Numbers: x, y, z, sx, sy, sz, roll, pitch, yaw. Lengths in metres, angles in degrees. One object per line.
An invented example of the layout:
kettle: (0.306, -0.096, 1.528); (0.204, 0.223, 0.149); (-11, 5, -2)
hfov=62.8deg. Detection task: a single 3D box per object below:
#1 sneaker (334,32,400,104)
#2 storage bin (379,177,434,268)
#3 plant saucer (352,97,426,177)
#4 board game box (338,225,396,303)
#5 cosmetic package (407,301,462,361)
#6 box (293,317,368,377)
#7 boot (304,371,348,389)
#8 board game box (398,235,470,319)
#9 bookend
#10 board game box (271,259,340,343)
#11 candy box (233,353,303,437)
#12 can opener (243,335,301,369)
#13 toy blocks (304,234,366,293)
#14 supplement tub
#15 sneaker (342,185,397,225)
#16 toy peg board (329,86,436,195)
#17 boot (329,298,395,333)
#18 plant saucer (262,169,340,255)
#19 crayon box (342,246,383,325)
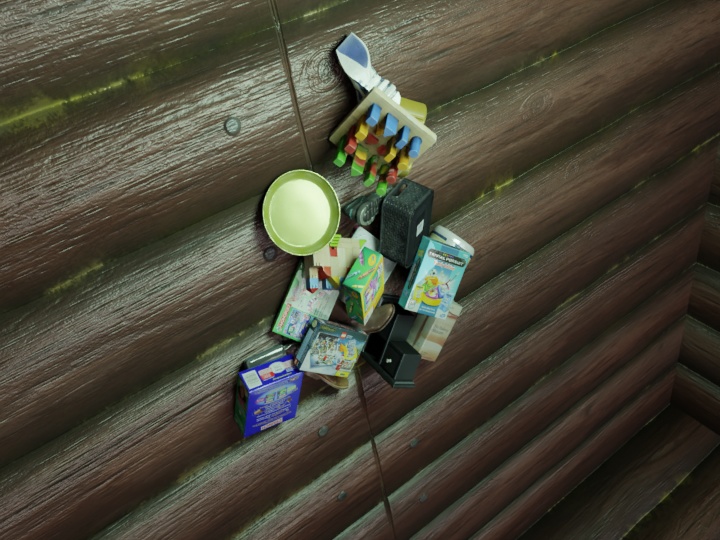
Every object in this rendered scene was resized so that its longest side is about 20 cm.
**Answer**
sneaker: (0.005, -0.452, 1.415); (0.080, 0.115, 0.201); (-42, 102, -10)
storage bin: (0.125, -0.128, 1.613); (0.135, 0.092, 0.204); (-46, 151, -38)
plant saucer: (0.089, -0.349, 1.551); (0.195, 0.048, 0.206); (2, 112, -38)
board game box: (0.000, 0.000, 1.684); (0.198, 0.026, 0.203); (31, 93, -42)
cosmetic package: (0.234, 0.180, 1.915); (0.101, 0.087, 0.205); (17, 103, -40)
box: (-0.078, 0.214, 1.618); (0.197, 0.037, 0.140); (20, 99, -47)
boot: (-0.094, 0.294, 1.745); (0.198, 0.073, 0.077); (34, 82, -40)
board game box: (0.209, 0.023, 1.664); (0.147, 0.047, 0.206); (14, 102, -28)
bookend: (0.107, 0.210, 1.759); (0.090, 0.199, 0.205); (9, 110, -38)
board game box: (-0.141, 0.091, 1.584); (0.131, 0.029, 0.205); (23, 98, -16)
candy box: (-0.252, 0.343, 1.611); (0.165, 0.077, 0.205); (-15, 136, -32)
can opener: (-0.231, 0.212, 1.615); (0.196, 0.052, 0.068); (-28, 94, -25)
toy blocks: (-0.070, -0.011, 1.531); (0.195, 0.099, 0.142); (2, 78, -35)
supplement tub: (0.237, -0.013, 1.775); (0.143, 0.144, 0.204); (28, 96, -42)
sneaker: (0.030, -0.183, 1.584); (0.198, 0.077, 0.078); (-30, 127, -47)
toy peg board: (0.045, -0.288, 1.405); (0.197, 0.198, 0.100); (31, 52, -22)
boot: (-0.021, 0.114, 1.673); (0.184, 0.065, 0.199); (-35, 132, 18)
plant saucer: (-0.146, -0.141, 1.450); (0.193, 0.031, 0.208); (-1, 93, -17)
crayon box: (0.011, 0.044, 1.549); (0.121, 0.057, 0.202); (-59, 163, -23)
